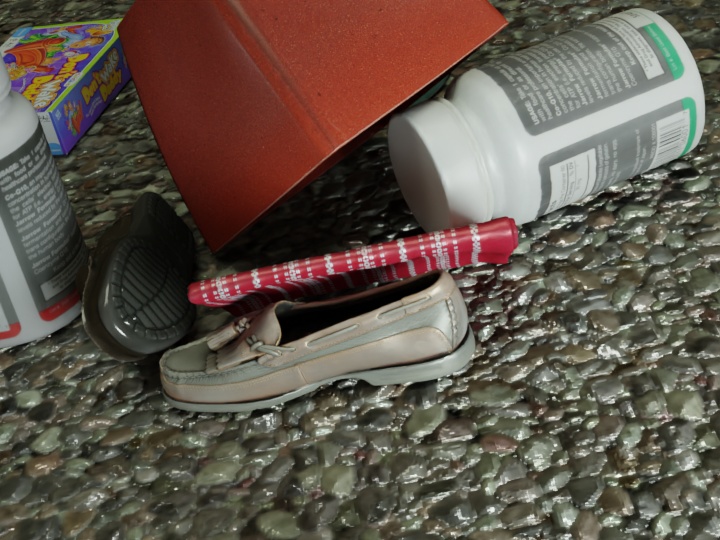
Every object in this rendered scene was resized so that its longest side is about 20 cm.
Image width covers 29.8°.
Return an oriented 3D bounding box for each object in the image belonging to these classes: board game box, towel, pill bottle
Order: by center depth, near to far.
[{"bbox_3d":[0.000,0.000,0.852,0.199,0.023,0.145,-12,-4,2],"label":"towel"},{"bbox_3d":[-0.265,-0.056,0.940,0.114,0.200,0.114,-9,32,6],"label":"pill bottle"},{"bbox_3d":[0.128,-0.099,0.942,0.200,0.113,0.113,-22,33,-15],"label":"pill bottle"},{"bbox_3d":[-0.303,-0.174,1.285,0.134,0.045,0.200,-2,34,18],"label":"board game box"}]

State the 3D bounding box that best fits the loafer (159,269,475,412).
[{"bbox_3d":[-0.032,0.038,0.835,0.199,0.063,0.072,-9,32,8],"label":"loafer"}]

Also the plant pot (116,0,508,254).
[{"bbox_3d":[-0.054,-0.161,0.968,0.200,0.176,0.200,-40,4,-35],"label":"plant pot"}]

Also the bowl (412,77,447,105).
[{"bbox_3d":[-0.029,-0.206,1.177,0.200,0.105,0.201,-11,32,7],"label":"bowl"}]

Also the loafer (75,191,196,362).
[{"bbox_3d":[-0.157,0.014,0.923,0.071,0.073,0.200,-37,16,13],"label":"loafer"}]
